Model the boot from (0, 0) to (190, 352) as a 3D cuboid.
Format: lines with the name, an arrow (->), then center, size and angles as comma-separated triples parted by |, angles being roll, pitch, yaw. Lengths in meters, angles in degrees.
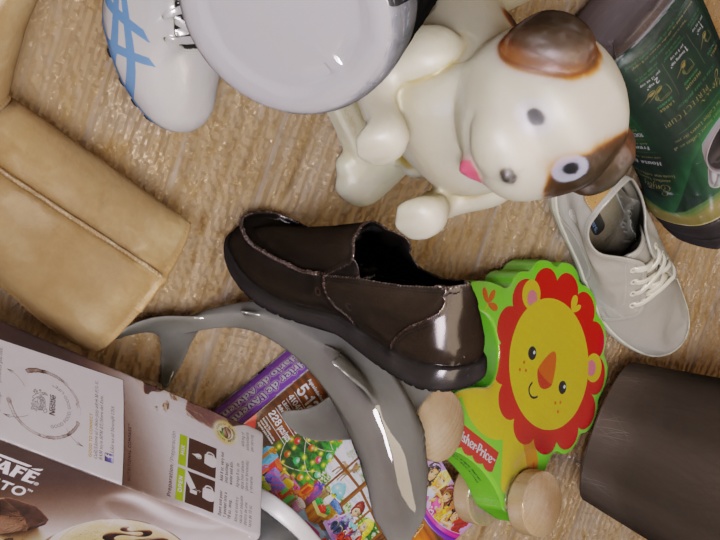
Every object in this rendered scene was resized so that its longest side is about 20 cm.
boot -> -0.170, -0.073, 0.779 | 0.175, 0.066, 0.200 | -47, 124, 5

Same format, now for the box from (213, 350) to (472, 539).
box -> -0.016, 0.144, 0.962 | 0.137, 0.039, 0.200 | -40, 123, -16

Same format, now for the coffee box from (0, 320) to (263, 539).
coffee box -> -0.167, 0.112, 0.785 | 0.199, 0.080, 0.113 | 27, 128, -27

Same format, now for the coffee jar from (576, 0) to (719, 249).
coffee jar -> 0.226, -0.111, 0.999 | 0.104, 0.085, 0.200 | -48, 124, -13

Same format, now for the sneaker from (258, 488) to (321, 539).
sneaker -> -0.039, 0.239, 0.908 | 0.099, 0.071, 0.200 | -48, 119, -19

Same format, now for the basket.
basket -> 0.275, 0.152, 1.034 | 0.181, 0.199, 0.136 | -68, 157, -3

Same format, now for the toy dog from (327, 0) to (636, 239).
toy dog -> 0.075, -0.099, 0.838 | 0.193, 0.200, 0.140 | -30, 120, -20

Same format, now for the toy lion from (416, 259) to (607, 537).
toy lion -> 0.100, 0.071, 0.977 | 0.200, 0.068, 0.192 | 39, 64, -39

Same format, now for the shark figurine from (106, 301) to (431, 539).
shark figurine -> -0.031, 0.056, 0.838 | 0.214, 0.090, 0.128 | 33, 88, 8

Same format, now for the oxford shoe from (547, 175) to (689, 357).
oxford shoe -> 0.201, -0.002, 1.039 | 0.075, 0.058, 0.200 | -46, 127, -16

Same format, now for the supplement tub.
supplement tub -> -0.007, -0.181, 0.760 | 0.200, 0.122, 0.123 | -60, 138, -51

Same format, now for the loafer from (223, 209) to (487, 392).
loafer -> 0.000, 0.000, 0.828 | 0.073, 0.199, 0.072 | -15, 122, -47

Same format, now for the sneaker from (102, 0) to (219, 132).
sneaker -> -0.101, -0.172, 0.781 | 0.072, 0.072, 0.201 | -10, 113, -31
